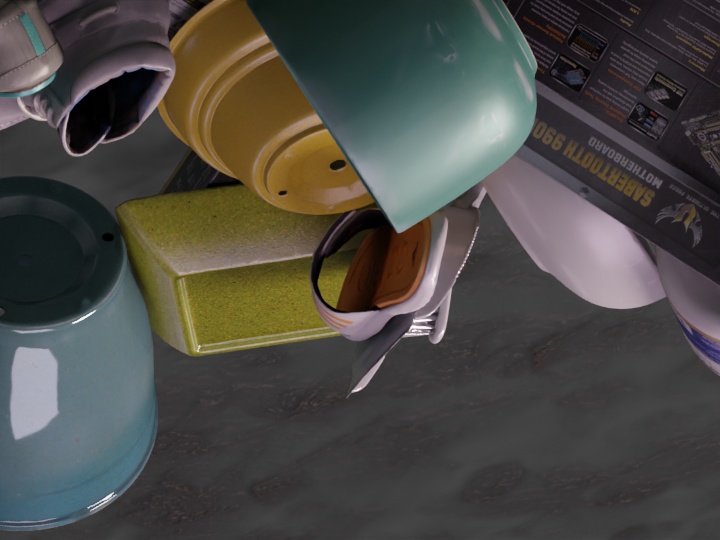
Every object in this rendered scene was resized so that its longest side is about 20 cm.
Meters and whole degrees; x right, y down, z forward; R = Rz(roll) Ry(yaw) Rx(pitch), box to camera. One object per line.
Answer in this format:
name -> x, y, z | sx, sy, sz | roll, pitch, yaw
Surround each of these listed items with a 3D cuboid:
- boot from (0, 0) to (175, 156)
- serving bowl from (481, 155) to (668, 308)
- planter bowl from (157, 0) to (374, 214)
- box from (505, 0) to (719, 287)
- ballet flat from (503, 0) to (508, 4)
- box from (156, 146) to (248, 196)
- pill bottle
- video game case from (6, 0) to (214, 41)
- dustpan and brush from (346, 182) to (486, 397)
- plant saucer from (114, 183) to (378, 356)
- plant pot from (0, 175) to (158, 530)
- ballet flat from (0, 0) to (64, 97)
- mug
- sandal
boot -> -0.179, -0.107, 1.365 | 0.073, 0.096, 0.200 | 12, 147, -38
serving bowl -> 0.120, -0.054, 1.510 | 0.066, 0.200, 0.200 | -33, 151, 7
planter bowl -> -0.021, -0.092, 1.440 | 0.200, 0.084, 0.201 | -9, 147, -6
box -> 0.172, -0.106, 1.346 | 0.159, 0.200, 0.048 | -60, 161, 11
ballet flat -> 0.049, -0.199, 1.359 | 0.075, 0.068, 0.200 | 2, 162, 23
box -> -0.044, -0.059, 1.627 | 0.159, 0.049, 0.200 | 4, 152, -23
pill bottle -> 0.248, 0.009, 1.451 | 0.115, 0.116, 0.200 | -15, 163, 10
video game case -> -0.132, -0.182, 1.365 | 0.182, 0.022, 0.200 | -23, 151, 26
dustpan and brush -> 0.053, -0.018, 1.559 | 0.057, 0.200, 0.140 | 18, 152, -12
plant saucer -> -0.059, 0.003, 1.641 | 0.199, 0.048, 0.200 | -8, 155, -2
plant pot -> -0.231, 0.043, 1.623 | 0.200, 0.200, 0.188 | -4, 141, -14
ballet flat -> -0.249, -0.137, 1.346 | 0.200, 0.067, 0.064 | 5, 128, 39
mug -> 0.017, -0.127, 1.288 | 0.114, 0.185, 0.152 | -33, 171, 1
sandal -> 0.002, -0.008, 1.478 | 0.059, 0.079, 0.207 | 16, 168, -11
